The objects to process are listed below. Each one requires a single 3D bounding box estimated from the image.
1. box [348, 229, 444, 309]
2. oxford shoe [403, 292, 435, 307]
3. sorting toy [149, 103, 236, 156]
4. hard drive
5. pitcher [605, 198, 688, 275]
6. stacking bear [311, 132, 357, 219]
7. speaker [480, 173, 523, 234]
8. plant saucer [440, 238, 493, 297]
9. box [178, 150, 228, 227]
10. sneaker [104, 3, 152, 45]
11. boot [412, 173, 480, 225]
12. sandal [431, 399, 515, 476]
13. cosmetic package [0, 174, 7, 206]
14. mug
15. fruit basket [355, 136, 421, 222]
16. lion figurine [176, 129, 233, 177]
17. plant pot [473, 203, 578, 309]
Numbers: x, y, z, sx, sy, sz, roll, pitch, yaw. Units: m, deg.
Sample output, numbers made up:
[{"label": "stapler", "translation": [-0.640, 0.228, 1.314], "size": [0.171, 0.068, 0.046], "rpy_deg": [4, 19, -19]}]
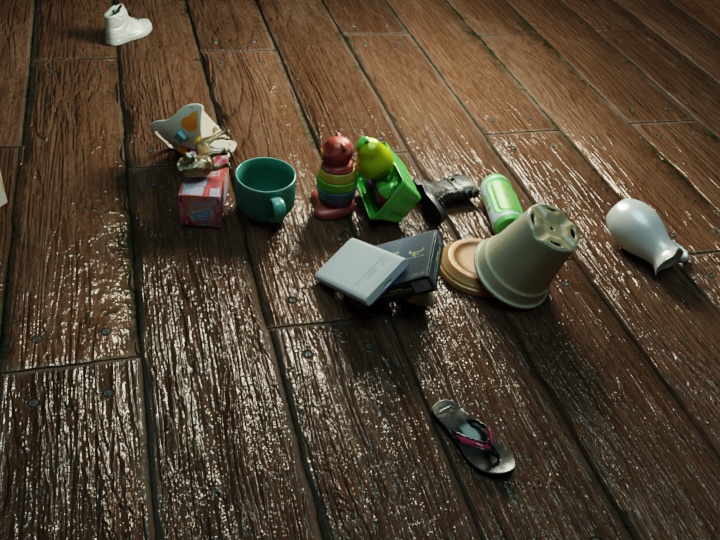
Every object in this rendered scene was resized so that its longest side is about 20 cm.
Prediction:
[{"label": "box", "translation": [0.081, -0.003, 1.712], "size": [0.199, 0.051, 0.158], "rpy_deg": [-13, 36, 26]}, {"label": "oxford shoe", "translation": [0.125, 0.019, 1.778], "size": [0.074, 0.071, 0.201], "rpy_deg": [27, 31, -23]}, {"label": "sorting toy", "translation": [-0.461, -0.350, 2.049], "size": [0.179, 0.200, 0.107], "rpy_deg": [8, 73, 21]}, {"label": "hard drive", "translation": [0.000, 0.000, 1.704], "size": [0.132, 0.025, 0.200], "rpy_deg": [-45, 36, -16]}, {"label": "pitcher", "translation": [0.735, -0.088, 1.961], "size": [0.171, 0.121, 0.200], "rpy_deg": [-4, 48, -45]}, {"label": "stacking bear", "translation": [-0.062, -0.244, 1.933], "size": [0.113, 0.201, 0.122], "rpy_deg": [-2, 41, -9]}, {"label": "speaker", "translation": [0.369, -0.166, 2.004], "size": [0.088, 0.089, 0.201], "rpy_deg": [1, 40, -7]}, {"label": "plant saucer", "translation": [0.284, -0.016, 1.850], "size": [0.199, 0.038, 0.201], "rpy_deg": [4, 41, -4]}, {"label": "box", "translation": [-0.388, -0.205, 1.919], "size": [0.102, 0.095, 0.201], "rpy_deg": [3, 40, -6]}, {"label": "sneaker", "translation": [-0.780, -0.844, 2.594], "size": [0.073, 0.116, 0.200], "rpy_deg": [22, 41, 19]}, {"label": "boot", "translation": [0.238, -0.199, 2.033], "size": [0.173, 0.070, 0.200], "rpy_deg": [-8, 40, -17]}, {"label": "sandal", "translation": [0.209, 0.309, 1.448], "size": [0.075, 0.045, 0.200], "rpy_deg": [-23, 49, -31]}, {"label": "cosmetic package", "translation": [-0.906, -0.241, 1.798], "size": [0.103, 0.201, 0.073], "rpy_deg": [23, 43, 17]}, {"label": "mug", "translation": [-0.239, -0.183, 1.902], "size": [0.151, 0.115, 0.186], "rpy_deg": [12, 41, 4]}, {"label": "fruit basket", "translation": [0.042, -0.243, 1.951], "size": [0.215, 0.156, 0.216], "rpy_deg": [34, 25, -18]}, {"label": "lion figurine", "translation": [-0.382, -0.286, 1.900], "size": [0.122, 0.073, 0.200], "rpy_deg": [-9, 26, 1]}, {"label": "plant pot", "translation": [0.388, -0.046, 1.743], "size": [0.199, 0.184, 0.201], "rpy_deg": [15, 49, -18]}]
